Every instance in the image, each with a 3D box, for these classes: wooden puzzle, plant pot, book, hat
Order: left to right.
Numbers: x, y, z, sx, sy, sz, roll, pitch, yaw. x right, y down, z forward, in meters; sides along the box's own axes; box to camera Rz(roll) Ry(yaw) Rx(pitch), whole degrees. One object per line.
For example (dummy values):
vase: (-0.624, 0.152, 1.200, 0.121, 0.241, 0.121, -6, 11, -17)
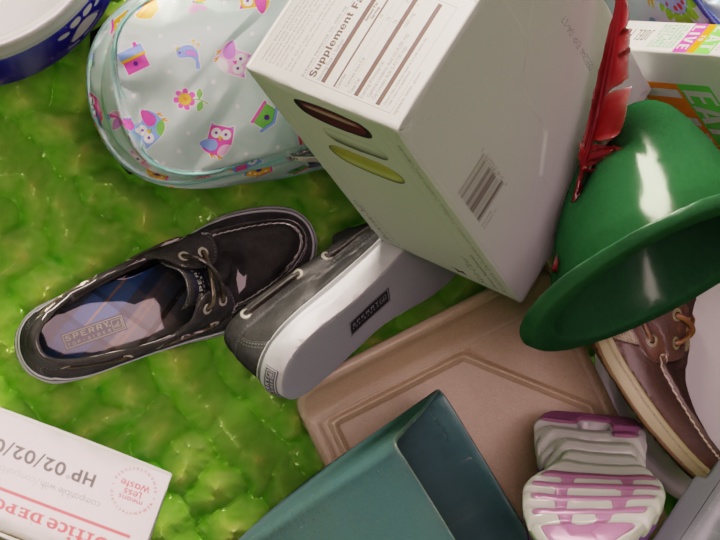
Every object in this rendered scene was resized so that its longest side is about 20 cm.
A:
plant pot: (-0.011, 0.190, 1.302, 0.199, 0.141, 0.142, -31, 91, 16)
wooden puzzle: (0.077, 0.123, 1.396, 0.184, 0.037, 0.201, -26, 94, -13)
hat: (0.143, -0.078, 1.275, 0.200, 0.165, 0.177, -36, 69, 29)
book: (0.206, -0.095, 1.339, 0.048, 0.200, 0.134, -47, 112, -12)

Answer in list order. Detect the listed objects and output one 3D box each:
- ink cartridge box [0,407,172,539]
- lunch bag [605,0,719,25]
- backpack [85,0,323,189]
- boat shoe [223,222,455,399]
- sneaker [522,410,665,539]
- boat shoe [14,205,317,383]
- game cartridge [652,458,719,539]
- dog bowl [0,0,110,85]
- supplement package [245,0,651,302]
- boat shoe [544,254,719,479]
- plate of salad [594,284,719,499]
ink cartridge box: (-0.173, 0.127, 1.259, 0.114, 0.200, 0.068, 21, 81, -8)
lunch bag: (0.205, -0.194, 1.380, 0.200, 0.170, 0.128, 40, 79, -3)
backpack: (-0.069, -0.127, 1.343, 0.198, 0.127, 0.168, -16, 91, -9)
boat shoe: (0.000, 0.000, 1.368, 0.056, 0.069, 0.200, 34, 57, 28)
sneaker: (0.133, 0.150, 1.302, 0.080, 0.200, 0.089, 6, 104, 5)
boat shoe: (-0.114, 0.012, 1.350, 0.198, 0.066, 0.070, -19, 89, -13)
game cartridge: (0.215, 0.209, 1.345, 0.040, 0.200, 0.134, 32, 79, 37)
dog bowl: (-0.238, -0.212, 1.324, 0.198, 0.079, 0.202, 0, 79, -1)
supplement package: (0.054, -0.107, 1.250, 0.110, 0.200, 0.156, 25, 76, 34)
boat shoe: (0.175, 0.032, 1.367, 0.072, 0.072, 0.201, -31, 83, 5)
plate of salad: (0.245, 0.054, 1.401, 0.198, 0.048, 0.202, -1, 88, 22)
